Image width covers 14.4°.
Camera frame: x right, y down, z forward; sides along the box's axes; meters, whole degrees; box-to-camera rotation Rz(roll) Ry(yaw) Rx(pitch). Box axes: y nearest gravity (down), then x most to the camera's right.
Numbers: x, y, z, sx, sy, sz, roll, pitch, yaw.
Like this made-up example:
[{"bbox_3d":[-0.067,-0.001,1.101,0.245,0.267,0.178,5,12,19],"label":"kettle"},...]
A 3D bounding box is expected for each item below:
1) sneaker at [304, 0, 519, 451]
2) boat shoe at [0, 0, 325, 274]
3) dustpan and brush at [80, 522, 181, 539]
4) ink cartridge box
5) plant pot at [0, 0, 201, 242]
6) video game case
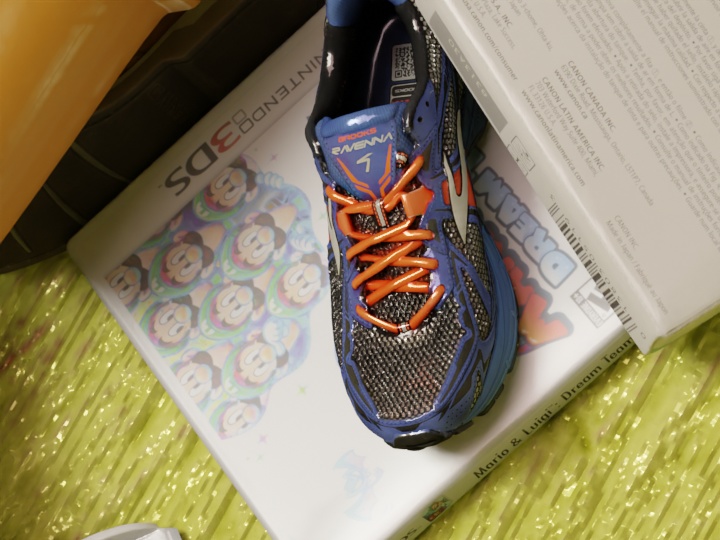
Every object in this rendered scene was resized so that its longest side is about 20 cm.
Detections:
[{"bbox_3d":[0.010,-0.029,1.069,0.075,0.078,0.200,-15,66,21],"label":"sneaker"},{"bbox_3d":[-0.107,-0.076,1.178,0.200,0.072,0.068,-36,57,-2],"label":"boat shoe"},{"bbox_3d":[-0.143,0.195,1.099,0.200,0.057,0.140,-32,62,12],"label":"dustpan and brush"},{"bbox_3d":[0.145,-0.089,1.050,0.200,0.050,0.161,-32,85,-10],"label":"ink cartridge box"},{"bbox_3d":[-0.167,-0.103,1.072,0.200,0.200,0.183,23,90,30],"label":"plant pot"},{"bbox_3d":[0.000,0.000,1.122,0.182,0.024,0.200,-42,61,6],"label":"video game case"}]
